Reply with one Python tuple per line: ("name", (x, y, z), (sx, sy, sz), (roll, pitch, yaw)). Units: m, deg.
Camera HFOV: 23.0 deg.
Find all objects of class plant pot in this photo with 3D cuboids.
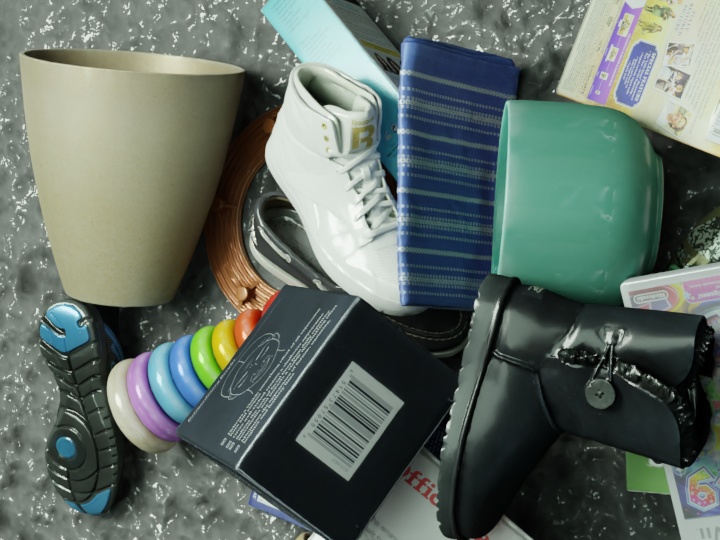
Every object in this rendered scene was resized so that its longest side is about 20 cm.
("plant pot", (-0.195, -0.077, 1.485), (0.187, 0.187, 0.201), (10, 103, 29))

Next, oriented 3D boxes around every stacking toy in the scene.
("stacking toy", (-0.111, 0.076, 1.465), (0.200, 0.085, 0.086), (-28, 73, 23))

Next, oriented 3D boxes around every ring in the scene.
("ring", (-0.049, -0.044, 1.479), (0.200, 0.019, 0.201), (-3, 84, 29))

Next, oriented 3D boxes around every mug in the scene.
("mug", (0.157, -0.040, 1.300), (0.114, 0.185, 0.153), (4, 75, 2))

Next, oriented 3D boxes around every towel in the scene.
("towel", (0.076, -0.070, 1.341), (0.024, 0.145, 0.201), (-2, 85, 38))

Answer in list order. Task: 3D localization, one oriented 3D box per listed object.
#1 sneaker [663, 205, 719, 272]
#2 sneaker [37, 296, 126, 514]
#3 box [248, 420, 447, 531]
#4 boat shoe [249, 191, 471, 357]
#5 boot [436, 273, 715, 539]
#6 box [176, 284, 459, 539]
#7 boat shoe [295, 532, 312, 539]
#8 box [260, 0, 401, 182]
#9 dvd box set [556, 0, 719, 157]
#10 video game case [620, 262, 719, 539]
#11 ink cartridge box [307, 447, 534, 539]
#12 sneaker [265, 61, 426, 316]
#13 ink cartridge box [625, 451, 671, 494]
("sneaker", (0.222, 0.036, 1.283), (0.077, 0.089, 0.200), (41, 104, 25))
("sneaker", (-0.228, 0.114, 1.538), (0.073, 0.082, 0.201), (7, 108, 19))
("box", (0.013, 0.165, 1.418), (0.199, 0.032, 0.122), (19, 95, 28))
("boat shoe", (0.000, 0.000, 1.397), (0.200, 0.060, 0.074), (33, 68, 13))
("boot", (0.147, 0.111, 1.207), (0.168, 0.076, 0.201), (15, 102, 20))
("box", (-0.034, 0.102, 1.303), (0.107, 0.200, 0.149), (39, 81, -16))
("boat shoe", (0.011, 0.274, 1.386), (0.200, 0.074, 0.069), (29, 102, 26))
("box", (0.009, -0.151, 1.420), (0.049, 0.082, 0.200), (-45, 66, 18))
("dvd box set", (0.242, -0.167, 1.285), (0.200, 0.029, 0.147), (29, 101, 48))
("video game case", (0.267, 0.092, 1.203), (0.143, 0.018, 0.201), (-11, 97, 30))
("ink cartridge box", (0.025, 0.243, 1.313), (0.145, 0.084, 0.200), (39, 86, 17))
("sneaker", (-0.004, -0.067, 1.337), (0.200, 0.074, 0.116), (52, 149, 24))
("ink cartridge box", (0.289, 0.109, 1.241), (0.199, 0.059, 0.104), (3, 104, 28))
